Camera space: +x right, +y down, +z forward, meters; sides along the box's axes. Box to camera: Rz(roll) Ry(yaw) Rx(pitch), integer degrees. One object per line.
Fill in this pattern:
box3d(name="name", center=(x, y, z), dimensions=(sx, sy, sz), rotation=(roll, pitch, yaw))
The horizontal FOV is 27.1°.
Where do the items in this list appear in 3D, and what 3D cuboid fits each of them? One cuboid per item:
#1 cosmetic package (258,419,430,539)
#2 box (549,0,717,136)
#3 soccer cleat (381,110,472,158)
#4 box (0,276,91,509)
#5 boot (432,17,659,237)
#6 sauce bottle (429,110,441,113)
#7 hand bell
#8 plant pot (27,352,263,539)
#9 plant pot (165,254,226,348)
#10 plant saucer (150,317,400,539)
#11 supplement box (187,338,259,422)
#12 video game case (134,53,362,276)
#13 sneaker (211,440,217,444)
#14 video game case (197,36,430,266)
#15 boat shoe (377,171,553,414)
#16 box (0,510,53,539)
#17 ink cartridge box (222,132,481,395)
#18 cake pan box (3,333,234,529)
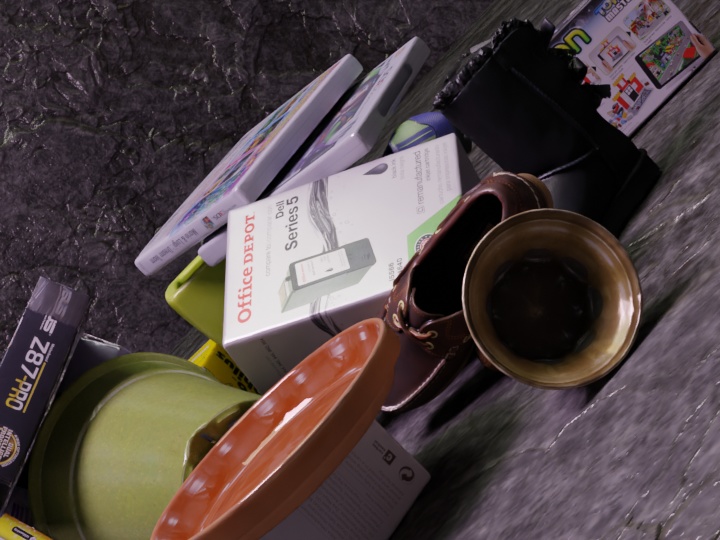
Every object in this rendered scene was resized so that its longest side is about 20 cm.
box3d(name="cosmetic package", center=(-0.053, 0.185, 0.927), dimensions=(0.200, 0.071, 0.101), rotation=(-51, 10, -35))
box3d(name="box", center=(0.195, -0.157, 1.277), dimensions=(0.200, 0.110, 0.035), rotation=(-45, 7, 2))
box3d(name="soccer cleat", center=(0.028, -0.061, 1.246), dimensions=(0.084, 0.065, 0.200), rotation=(-24, -22, -28))
box3d(name="box", center=(-0.275, 0.114, 1.175), dimensions=(0.200, 0.049, 0.162), rotation=(129, 161, -61))
box3d(name="boot", center=(0.116, -0.076, 1.062), dimensions=(0.198, 0.162, 0.073), rotation=(-51, 12, -33))
box3d(name="sauce bottle", center=(0.071, -0.069, 1.346), dimensions=(0.065, 0.065, 0.200), rotation=(-48, -20, -20))
box3d(name="hand bell", center=(0.098, 0.037, 0.934), dimensions=(0.104, 0.104, 0.200), rotation=(-47, -4, -14))
box3d(name="plant pot", center=(-0.119, 0.155, 1.103), dimensions=(0.200, 0.200, 0.190), rotation=(-49, 19, -27))
box3d(name="plant pot", center=(-0.055, 0.016, 1.432), dimensions=(0.200, 0.181, 0.199), rotation=(-46, 7, -3))
box3d(name="plant saucer", center=(-0.049, 0.110, 0.919), dimensions=(0.200, 0.032, 0.200), rotation=(-42, 9, 8))
box3d(name="supplement box", center=(-0.147, 0.150, 1.491), dimensions=(0.110, 0.109, 0.200), rotation=(-43, 8, 18))
box3d(name="video game case", center=(-0.098, -0.092, 1.311), dimensions=(0.182, 0.024, 0.200), rotation=(-30, 19, 49))
box3d(name="sneaker", center=(-0.066, 0.146, 1.279), dimensions=(0.200, 0.076, 0.088), rotation=(-40, -6, 7))
box3d(name="video game case", center=(-0.039, -0.102, 1.267), dimensions=(0.200, 0.023, 0.182), rotation=(-34, 16, 35))
box3d(name="boat shoe", center=(0.053, 0.018, 1.004), dimensions=(0.070, 0.070, 0.200), rotation=(-20, -37, -61))
box3d(name="box", center=(-0.224, 0.267, 1.047), dimensions=(0.137, 0.200, 0.038), rotation=(-49, -35, -30))
box3d(name="ink cartridge box", center=(0.000, 0.000, 1.138), dimensions=(0.200, 0.084, 0.146), rotation=(-18, 45, 16))
box3d(name="cake pan box", center=(-0.202, 0.171, 1.241), dimensions=(0.052, 0.200, 0.185), rotation=(10, 69, 31))
